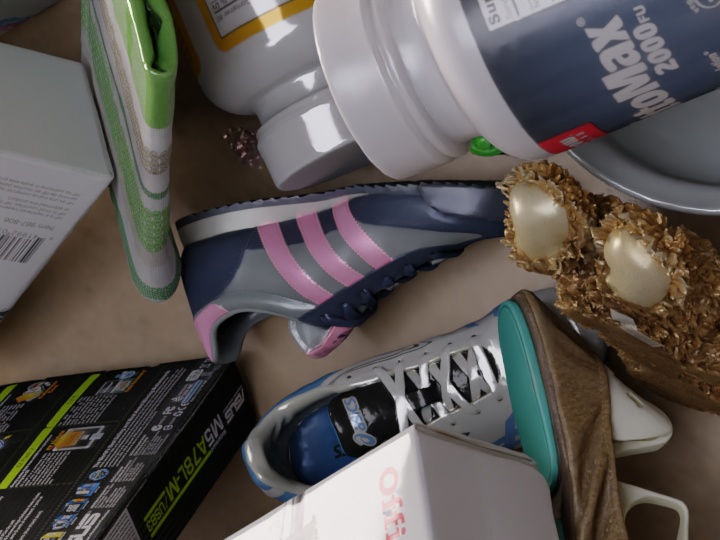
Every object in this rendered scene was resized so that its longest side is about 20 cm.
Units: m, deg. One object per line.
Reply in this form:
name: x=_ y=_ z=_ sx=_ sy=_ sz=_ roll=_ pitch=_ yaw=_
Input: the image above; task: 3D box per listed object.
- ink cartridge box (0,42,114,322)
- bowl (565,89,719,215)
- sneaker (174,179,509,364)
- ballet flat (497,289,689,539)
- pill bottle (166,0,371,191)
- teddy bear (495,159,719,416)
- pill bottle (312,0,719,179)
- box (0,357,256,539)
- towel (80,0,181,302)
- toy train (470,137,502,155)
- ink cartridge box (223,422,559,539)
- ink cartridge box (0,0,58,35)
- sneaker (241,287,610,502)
ink cartridge box: x=-0.241 y=-0.028 z=1.437 sx=0.200 sy=0.145 sz=0.084 roll=-48 pitch=44 yaw=35
bowl: x=0.169 y=-0.120 z=1.282 sx=0.201 sy=0.090 sz=0.201 roll=-1 pitch=84 yaw=15
sneaker: x=0.000 y=0.000 z=1.397 sx=0.200 sy=0.070 sz=0.082 roll=-8 pitch=85 yaw=34
ballet flat: x=0.114 y=0.104 z=1.310 sx=0.072 sy=0.068 sz=0.200 roll=-7 pitch=72 yaw=-9
pill bottle: x=-0.042 y=-0.146 z=1.380 sx=0.113 sy=0.113 sz=0.200 roll=-28 pitch=82 yaw=25
teddy bear: x=0.134 y=0.003 z=1.269 sx=0.145 sy=0.200 sz=0.067 roll=16 pitch=76 yaw=47
pill bottle: x=0.088 y=-0.114 z=1.194 sx=0.200 sy=0.120 sz=0.120 roll=-22 pitch=85 yaw=20
box: x=-0.175 y=0.118 z=1.421 sx=0.193 sy=0.200 sz=0.048 roll=-10 pitch=114 yaw=26
towel: x=-0.107 y=-0.094 z=1.368 sx=0.031 sy=0.200 sz=0.149 roll=-11 pitch=61 yaw=-12
toy train: x=0.052 y=-0.134 z=1.316 sx=0.056 sy=0.042 sz=0.200 roll=-8 pitch=130 yaw=20
ink cartridge box: x=-0.004 y=0.178 z=1.282 sx=0.200 sy=0.083 sz=0.145 roll=-35 pitch=50 yaw=35
ink cartridge box: x=-0.249 y=-0.184 z=1.459 sx=0.200 sy=0.145 sz=0.145 roll=-28 pitch=82 yaw=24
sneaker: x=0.032 y=0.066 z=1.386 sx=0.200 sy=0.072 sz=0.072 roll=-26 pitch=81 yaw=24
